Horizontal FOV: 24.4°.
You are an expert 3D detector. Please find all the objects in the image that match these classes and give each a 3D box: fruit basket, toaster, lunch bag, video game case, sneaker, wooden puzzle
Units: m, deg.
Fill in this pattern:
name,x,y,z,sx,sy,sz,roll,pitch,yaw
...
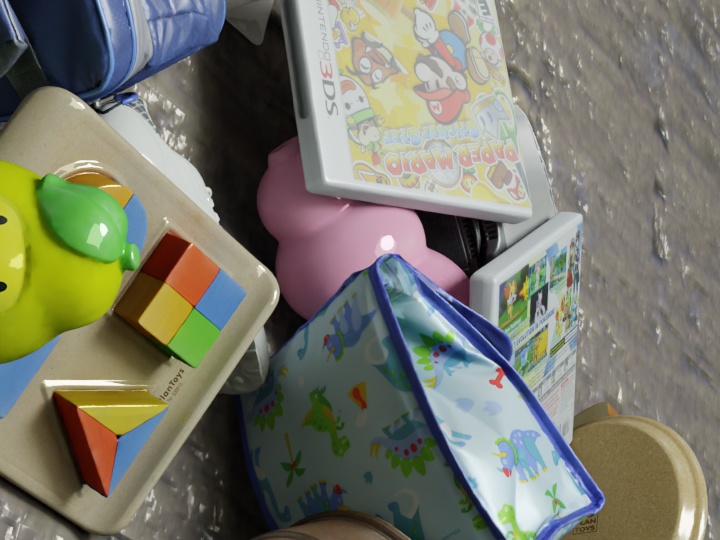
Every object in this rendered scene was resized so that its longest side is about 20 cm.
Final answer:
name,x,y,z,sx,sy,sz,roll,pitch,yaw
fruit basket,-0.212,0.004,0.757,0.155,0.215,0.218,3,77,-49
toaster,0.079,-0.043,1.254,0.129,0.113,0.202,-15,89,-57
lunch bag,-0.176,-0.175,0.922,0.132,0.135,0.202,-31,106,-53
lunch bag,0.022,0.113,1.027,0.201,0.170,0.127,54,38,9
video game case,0.031,-0.130,1.130,0.199,0.023,0.184,7,68,-43
sneaker,-0.108,-0.013,1.026,0.201,0.076,0.081,62,29,-23
video game case,0.117,0.068,1.184,0.200,0.022,0.184,-30,124,-62
wooden puzzle,-0.149,0.030,0.908,0.200,0.046,0.186,42,77,-37

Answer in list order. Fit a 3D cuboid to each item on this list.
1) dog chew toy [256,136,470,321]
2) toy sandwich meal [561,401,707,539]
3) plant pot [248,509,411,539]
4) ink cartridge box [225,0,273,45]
name,x,y,z,sx,sy,sz,roll,pitch,yaw
dog chew toy,0.000,0.000,1.131,0.201,0.124,0.125,59,39,-12
toy sandwich meal,0.187,0.200,1.273,0.070,0.204,0.207,37,51,-39
plant pot,-0.074,0.237,0.902,0.197,0.199,0.202,4,76,-46
ink cartridge box,-0.097,-0.258,1.115,0.200,0.067,0.117,42,49,-39
